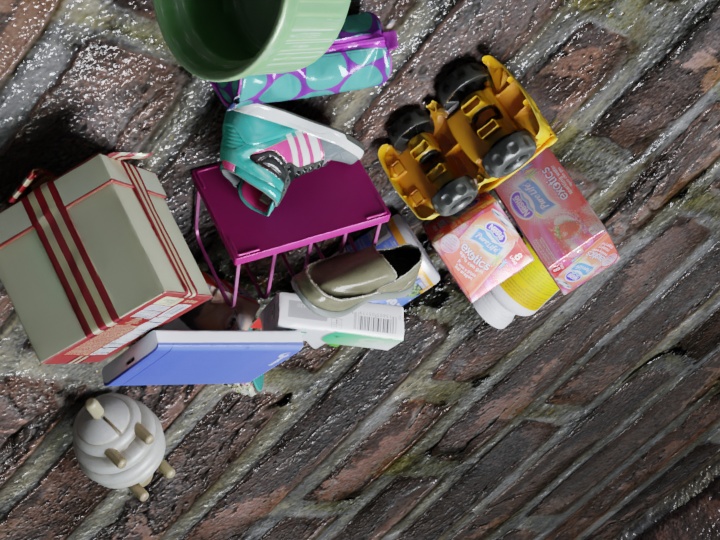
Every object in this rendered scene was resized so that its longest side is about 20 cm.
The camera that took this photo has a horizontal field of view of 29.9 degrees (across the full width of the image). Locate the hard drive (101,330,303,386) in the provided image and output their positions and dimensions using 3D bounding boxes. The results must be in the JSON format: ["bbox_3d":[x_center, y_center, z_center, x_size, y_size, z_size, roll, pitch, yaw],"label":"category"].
[{"bbox_3d":[-0.184,0.103,1.582,0.199,0.026,0.132,2,155,-39],"label":"hard drive"}]

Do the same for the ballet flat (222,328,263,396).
[{"bbox_3d":[-0.178,0.114,1.882,0.063,0.076,0.201,5,142,8],"label":"ballet flat"}]

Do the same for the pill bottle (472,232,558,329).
[{"bbox_3d":[0.259,-0.003,2.041,0.104,0.105,0.200,12,129,-49],"label":"pill bottle"}]

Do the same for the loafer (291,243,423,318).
[{"bbox_3d":[0.000,0.000,1.600,0.199,0.075,0.070,-15,149,-47],"label":"loafer"}]

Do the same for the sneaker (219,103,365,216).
[{"bbox_3d":[-0.086,-0.120,1.555,0.199,0.083,0.122,15,96,-42],"label":"sneaker"}]

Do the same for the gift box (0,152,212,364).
[{"bbox_3d":[-0.272,-0.025,1.448,0.199,0.188,0.185,-30,172,4],"label":"gift box"}]

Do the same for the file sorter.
[{"bbox_3d":[-0.090,-0.056,1.634,0.199,0.139,0.126,-17,148,-21],"label":"file sorter"}]

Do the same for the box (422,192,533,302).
[{"bbox_3d":[0.154,-0.039,1.799,0.102,0.095,0.200,-34,-172,3],"label":"box"}]

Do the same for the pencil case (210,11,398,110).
[{"bbox_3d":[-0.065,-0.227,1.456,0.199,0.086,0.092,-13,175,-27],"label":"pencil case"}]

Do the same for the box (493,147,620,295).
[{"bbox_3d":[0.254,-0.083,1.825,0.094,0.201,0.103,-33,150,6],"label":"box"}]

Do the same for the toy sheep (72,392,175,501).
[{"bbox_3d":[-0.333,0.236,1.862,0.137,0.138,0.201,-24,138,-10],"label":"toy sheep"}]

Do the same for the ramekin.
[{"bbox_3d":[-0.098,-0.276,1.257,0.097,0.200,0.200,-8,144,-45],"label":"ramekin"}]

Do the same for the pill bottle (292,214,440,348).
[{"bbox_3d":[-0.001,0.020,1.846,0.199,0.112,0.112,-34,149,5],"label":"pill bottle"}]

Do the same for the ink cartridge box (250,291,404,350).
[{"bbox_3d":[-0.048,0.078,1.706,0.160,0.050,0.200,7,162,-14],"label":"ink cartridge box"}]

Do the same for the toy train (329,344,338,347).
[{"bbox_3d":[0.020,0.044,1.972,0.200,0.042,0.056,-38,158,13],"label":"toy train"}]

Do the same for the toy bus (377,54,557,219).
[{"bbox_3d":[0.147,-0.158,1.718,0.200,0.136,0.192,-38,164,17],"label":"toy bus"}]

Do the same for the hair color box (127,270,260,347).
[{"bbox_3d":[-0.235,0.047,1.648,0.199,0.064,0.111,22,98,-35],"label":"hair color box"}]
